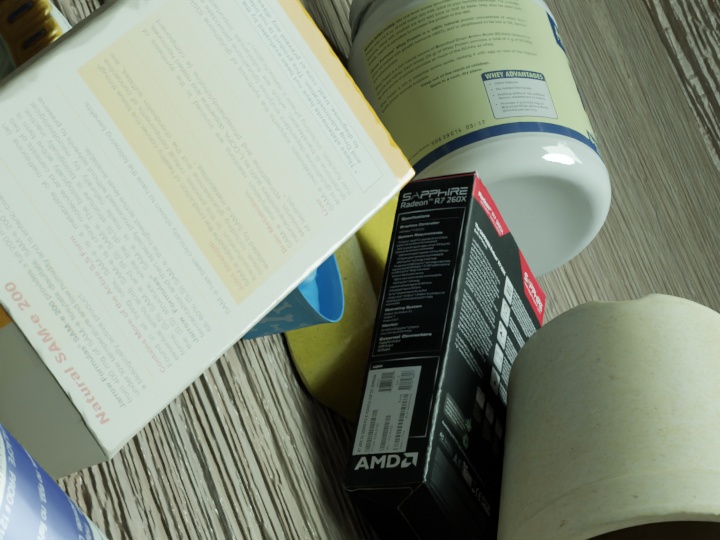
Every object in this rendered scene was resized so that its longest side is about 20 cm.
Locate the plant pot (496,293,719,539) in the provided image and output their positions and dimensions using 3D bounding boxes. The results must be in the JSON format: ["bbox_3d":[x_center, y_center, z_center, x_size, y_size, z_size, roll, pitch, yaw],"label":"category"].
[{"bbox_3d":[0.147,0.120,1.381,0.201,0.200,0.184,53,23,-40],"label":"plant pot"}]

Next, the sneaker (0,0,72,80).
[{"bbox_3d":[-0.114,-0.028,1.107,0.088,0.075,0.200,45,25,-55],"label":"sneaker"}]

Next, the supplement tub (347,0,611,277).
[{"bbox_3d":[0.072,-0.103,1.761,0.145,0.145,0.200,46,23,-52],"label":"supplement tub"}]

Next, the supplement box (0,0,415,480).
[{"bbox_3d":[-0.087,-0.026,0.993,0.200,0.073,0.126,-42,103,-41],"label":"supplement box"}]

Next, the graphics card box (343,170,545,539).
[{"bbox_3d":[0.049,0.063,1.442,0.126,0.051,0.200,58,34,-48],"label":"graphics card box"}]

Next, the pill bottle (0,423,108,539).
[{"bbox_3d":[-0.121,0.108,0.763,0.200,0.116,0.116,54,18,-38],"label":"pill bottle"}]

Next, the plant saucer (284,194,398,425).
[{"bbox_3d":[0.000,0.000,1.525,0.200,0.048,0.200,39,30,-60],"label":"plant saucer"}]

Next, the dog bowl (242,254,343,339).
[{"bbox_3d":[-0.076,-0.045,1.322,0.200,0.050,0.112,53,18,-36],"label":"dog bowl"}]
